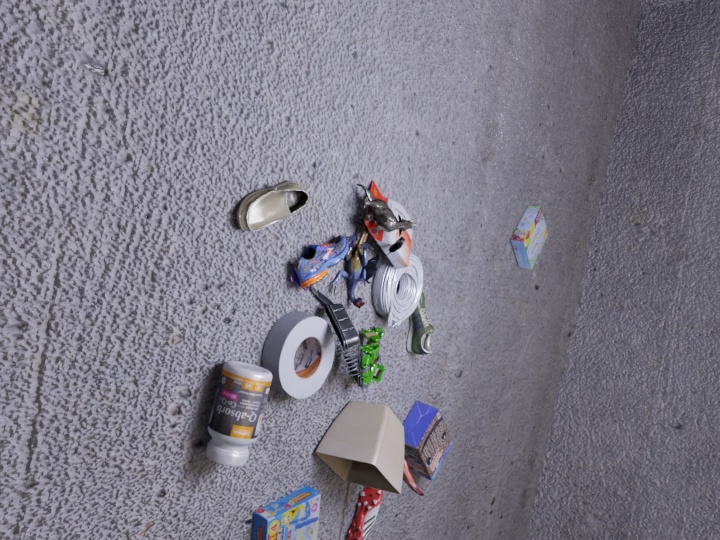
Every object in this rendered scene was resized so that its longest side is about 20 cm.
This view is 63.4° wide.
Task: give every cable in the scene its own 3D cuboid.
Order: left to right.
[{"bbox_3d":[0.114,0.048,1.736,0.198,0.068,0.207,-25,116,-46],"label":"cable"}]

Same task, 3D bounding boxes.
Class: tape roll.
[{"bbox_3d":[-0.150,0.208,1.443,0.197,0.065,0.208,-16,110,-48],"label":"tape roll"}]

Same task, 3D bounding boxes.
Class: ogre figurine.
[{"bbox_3d":[0.025,0.251,1.639,0.095,0.201,0.124,5,111,-9],"label":"ogre figurine"}]

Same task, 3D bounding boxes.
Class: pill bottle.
[{"bbox_3d":[-0.269,0.311,1.277,0.115,0.114,0.207,18,84,-51],"label":"pill bottle"}]

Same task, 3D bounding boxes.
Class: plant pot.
[{"bbox_3d":[0.020,0.486,1.643,0.202,0.195,0.180,57,44,-41],"label":"plant pot"}]

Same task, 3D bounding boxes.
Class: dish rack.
[{"bbox_3d":[-0.040,0.199,1.515,0.053,0.155,0.205,-14,130,-14],"label":"dish rack"}]

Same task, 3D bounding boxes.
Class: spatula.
[{"bbox_3d":[-0.114,0.049,1.481,0.201,0.020,0.058,51,43,-48],"label":"spatula"}]

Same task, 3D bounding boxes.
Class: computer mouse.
[{"bbox_3d":[0.053,-0.036,1.569,0.034,0.200,0.059,38,40,-9],"label":"computer mouse"}]

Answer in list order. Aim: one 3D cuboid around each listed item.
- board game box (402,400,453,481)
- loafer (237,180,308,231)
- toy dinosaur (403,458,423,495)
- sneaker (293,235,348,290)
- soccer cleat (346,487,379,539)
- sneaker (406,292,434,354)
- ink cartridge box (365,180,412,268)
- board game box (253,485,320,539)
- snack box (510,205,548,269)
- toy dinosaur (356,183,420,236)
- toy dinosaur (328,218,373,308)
[{"bbox_3d":[0.217,0.576,1.974,0.161,0.095,0.203,-52,134,-30],"label":"board game box"},{"bbox_3d":[-0.191,-0.147,1.298,0.199,0.067,0.078,-39,127,-39],"label":"loafer"},{"bbox_3d":[0.114,0.573,1.794,0.105,0.193,0.188,52,47,-74],"label":"toy dinosaur"},{"bbox_3d":[-0.095,-0.039,1.446,0.080,0.074,0.200,55,41,-12],"label":"sneaker"},{"bbox_3d":[0.023,0.749,1.802,0.085,0.067,0.205,42,69,-57],"label":"soccer cleat"},{"bbox_3d":[0.202,0.170,1.859,0.066,0.088,0.208,-4,102,-49],"label":"sneaker"},{"bbox_3d":[0.085,-0.131,1.622,0.201,0.049,0.166,54,36,-43],"label":"ink cartridge box"},{"bbox_3d":[-0.194,0.697,1.516,0.193,0.055,0.207,-6,104,-51],"label":"board game box"},{"bbox_3d":[0.711,-0.139,2.446,0.202,0.066,0.171,-55,136,-26],"label":"snack box"},{"bbox_3d":[0.055,-0.147,1.530,0.101,0.199,0.078,-14,139,-56],"label":"toy dinosaur"},{"bbox_3d":[0.000,0.000,1.569,0.185,0.102,0.201,90,25,-43],"label":"toy dinosaur"}]
